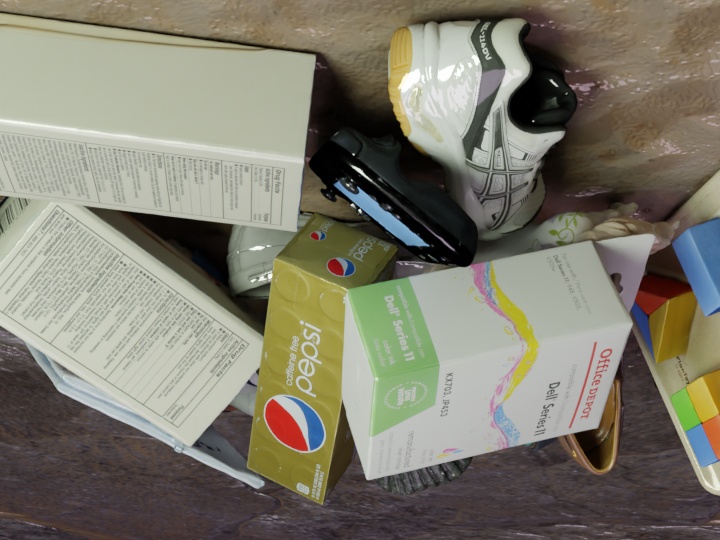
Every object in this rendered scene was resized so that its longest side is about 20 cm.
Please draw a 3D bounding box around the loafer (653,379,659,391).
[{"bbox_3d":[0.282,0.076,1.096,0.062,0.073,0.200,8,160,9],"label":"loafer"}]

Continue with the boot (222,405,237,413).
[{"bbox_3d":[-0.098,0.070,1.175,0.197,0.069,0.189,-12,141,23],"label":"boot"}]

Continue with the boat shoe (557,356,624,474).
[{"bbox_3d":[0.168,0.067,0.997,0.071,0.068,0.202,-15,122,1],"label":"boat shoe"}]

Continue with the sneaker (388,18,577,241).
[{"bbox_3d":[0.087,-0.075,0.761,0.086,0.077,0.200,-8,157,20],"label":"sneaker"}]

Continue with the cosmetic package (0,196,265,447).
[{"bbox_3d":[-0.171,0.022,0.933,0.200,0.104,0.087,40,-176,-30],"label":"cosmetic package"}]

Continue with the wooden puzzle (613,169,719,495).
[{"bbox_3d":[0.240,0.046,0.878,0.046,0.187,0.200,-15,163,-21],"label":"wooden puzzle"}]

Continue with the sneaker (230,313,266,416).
[{"bbox_3d":[-0.090,0.088,1.110,0.079,0.077,0.200,-8,152,14],"label":"sneaker"}]

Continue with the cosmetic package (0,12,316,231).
[{"bbox_3d":[-0.128,-0.086,0.787,0.197,0.074,0.104,7,158,-4],"label":"cosmetic package"}]

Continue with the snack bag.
[{"bbox_3d":[-0.177,0.105,1.070,0.199,0.022,0.188,32,177,-26],"label":"snack bag"}]

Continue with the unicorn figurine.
[{"bbox_3d":[0.102,-0.002,0.882,0.199,0.075,0.137,-33,171,34],"label":"unicorn figurine"}]

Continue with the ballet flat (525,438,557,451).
[{"bbox_3d":[0.182,0.121,1.227,0.072,0.074,0.201,2,155,8],"label":"ballet flat"}]

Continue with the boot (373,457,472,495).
[{"bbox_3d":[0.047,0.113,1.046,0.210,0.080,0.159,6,137,56],"label":"boot"}]

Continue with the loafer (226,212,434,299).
[{"bbox_3d":[0.000,0.000,0.968,0.197,0.071,0.070,3,158,6],"label":"loafer"}]

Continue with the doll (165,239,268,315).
[{"bbox_3d":[-0.166,0.020,1.080,0.197,0.049,0.137,9,136,-12],"label":"doll"}]

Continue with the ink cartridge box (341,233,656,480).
[{"bbox_3d":[0.092,0.052,0.808,0.197,0.068,0.118,-12,143,-11],"label":"ink cartridge box"}]

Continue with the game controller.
[{"bbox_3d":[0.016,-0.041,0.793,0.104,0.042,0.200,48,178,-5],"label":"game controller"}]

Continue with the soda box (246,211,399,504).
[{"bbox_3d":[-0.029,0.064,0.926,0.067,0.064,0.202,22,129,15],"label":"soda box"}]
